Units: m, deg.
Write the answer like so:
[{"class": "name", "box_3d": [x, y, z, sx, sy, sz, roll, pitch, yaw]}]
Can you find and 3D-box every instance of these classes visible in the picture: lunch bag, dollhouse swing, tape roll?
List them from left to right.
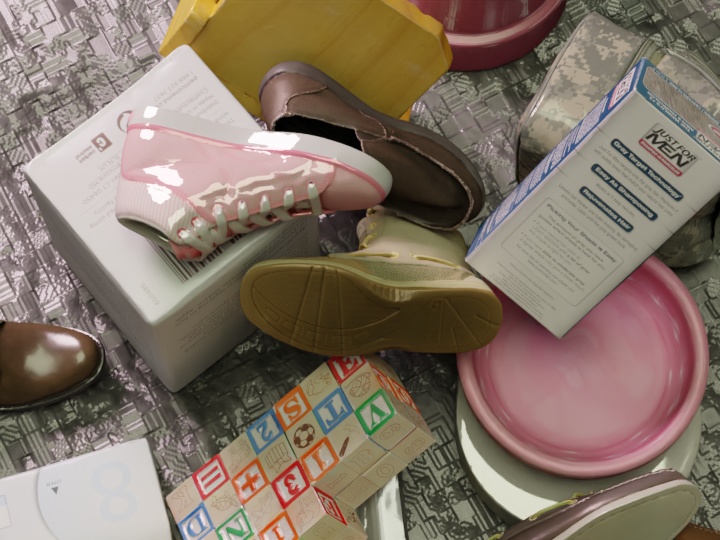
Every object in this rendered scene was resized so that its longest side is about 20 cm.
[{"class": "dollhouse swing", "box_3d": [-0.027, -0.204, 1.461, 0.199, 0.176, 0.182, 31, 35, -14]}, {"class": "tape roll", "box_3d": [0.175, 0.121, 1.484, 0.201, 0.037, 0.204, 0, 71, -1]}, {"class": "lunch bag", "box_3d": [0.226, -0.091, 1.477, 0.167, 0.200, 0.140, 29, 73, 15]}]

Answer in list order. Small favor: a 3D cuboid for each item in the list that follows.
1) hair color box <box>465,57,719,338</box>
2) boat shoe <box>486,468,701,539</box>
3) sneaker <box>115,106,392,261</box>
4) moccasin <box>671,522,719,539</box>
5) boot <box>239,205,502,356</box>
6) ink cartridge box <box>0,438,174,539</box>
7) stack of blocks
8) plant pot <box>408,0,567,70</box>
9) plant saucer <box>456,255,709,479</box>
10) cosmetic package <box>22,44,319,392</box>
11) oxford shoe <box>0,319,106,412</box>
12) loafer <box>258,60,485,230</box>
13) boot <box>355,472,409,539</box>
[{"class": "hair color box", "box_3d": [0.180, -0.051, 1.363, 0.100, 0.200, 0.061, 39, 34, -8]}, {"class": "boat shoe", "box_3d": [0.164, 0.203, 1.401, 0.199, 0.072, 0.060, -32, 38, 7]}, {"class": "sneaker", "box_3d": [-0.082, -0.047, 1.310, 0.199, 0.075, 0.105, 12, 72, 7]}, {"class": "moccasin", "box_3d": [0.330, 0.222, 1.432, 0.200, 0.074, 0.078, 8, 61, 5]}, {"class": "boot", "box_3d": [0.000, 0.000, 1.421, 0.199, 0.073, 0.156, 3, 25, -10]}, {"class": "ink cartridge box", "box_3d": [-0.218, 0.248, 1.427, 0.159, 0.047, 0.201, -15, 69, -6]}, {"class": "stack of blocks", "box_3d": [-0.042, 0.163, 1.396, 0.200, 0.059, 0.115, -41, 47, 10]}, {"class": "plant pot", "box_3d": [0.092, -0.297, 1.556, 0.199, 0.179, 0.201, 0, 71, 0]}, {"class": "plant saucer", "box_3d": [0.175, 0.071, 1.455, 0.199, 0.051, 0.202, 0, 70, 0]}, {"class": "cosmetic package", "box_3d": [-0.143, -0.036, 1.448, 0.165, 0.200, 0.165, -38, 76, -13]}, {"class": "oxford shoe", "box_3d": [-0.306, 0.069, 1.472, 0.199, 0.085, 0.073, -1, 69, -3]}, {"class": "loafer", "box_3d": [0.004, -0.081, 1.409, 0.199, 0.073, 0.071, 27, 38, -11]}, {"class": "boot", "box_3d": [-0.015, 0.175, 1.445, 0.095, 0.074, 0.201, -9, 64, 4]}]
